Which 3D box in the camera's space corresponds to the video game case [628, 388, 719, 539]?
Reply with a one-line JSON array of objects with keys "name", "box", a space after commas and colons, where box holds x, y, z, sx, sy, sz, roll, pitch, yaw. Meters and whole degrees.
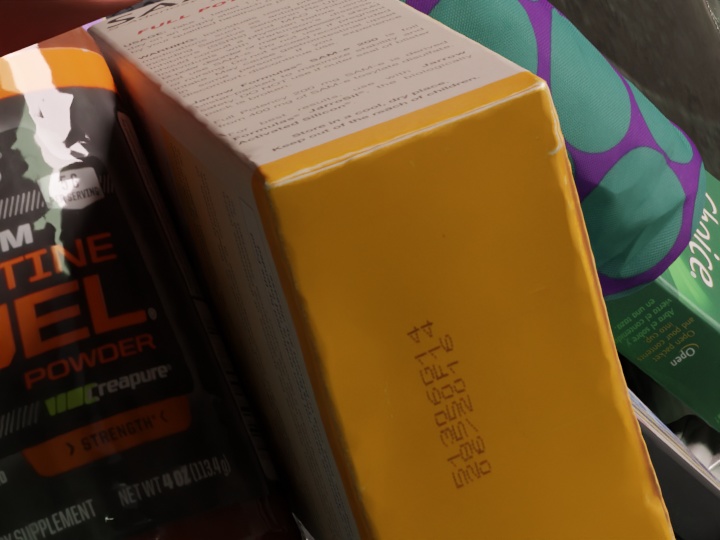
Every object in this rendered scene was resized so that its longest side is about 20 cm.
[{"name": "video game case", "box": [0.073, 0.037, 1.070, 0.200, 0.026, 0.181, 39, 5, -43]}]

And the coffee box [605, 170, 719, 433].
[{"name": "coffee box", "box": [0.118, -0.017, 1.241, 0.200, 0.044, 0.123, 38, 29, -20]}]

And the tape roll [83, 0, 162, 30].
[{"name": "tape roll", "box": [-0.068, -0.051, 0.919, 0.200, 0.066, 0.200, 46, 28, -33]}]

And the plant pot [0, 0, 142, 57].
[{"name": "plant pot", "box": [-0.161, -0.109, 0.643, 0.200, 0.177, 0.200, 46, 28, -35]}]

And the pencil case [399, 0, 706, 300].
[{"name": "pencil case", "box": [0.033, -0.067, 0.959, 0.200, 0.085, 0.092, 42, 20, -41]}]

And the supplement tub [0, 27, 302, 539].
[{"name": "supplement tub", "box": [-0.098, 0.005, 0.746, 0.107, 0.107, 0.200, -4, 68, -65]}]

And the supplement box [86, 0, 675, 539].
[{"name": "supplement box", "box": [0.000, 0.000, 0.737, 0.200, 0.073, 0.126, -138, -151, -67]}]

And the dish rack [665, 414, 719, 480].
[{"name": "dish rack", "box": [0.158, 0.152, 1.202, 0.172, 0.044, 0.200, 59, 24, -9]}]
